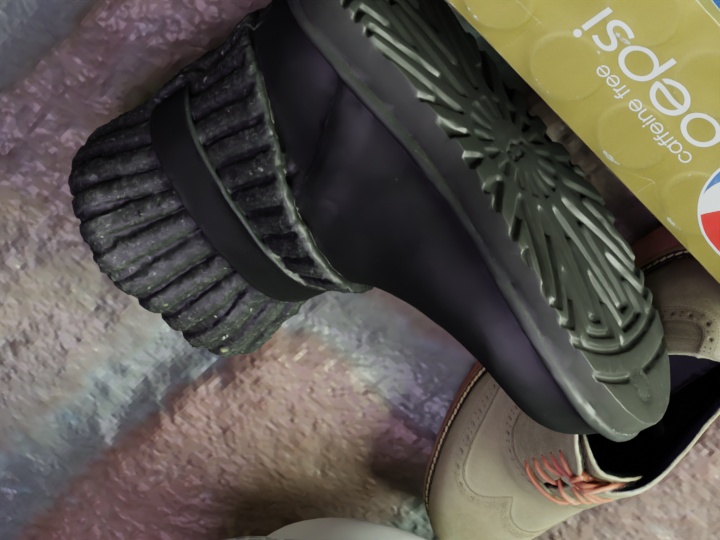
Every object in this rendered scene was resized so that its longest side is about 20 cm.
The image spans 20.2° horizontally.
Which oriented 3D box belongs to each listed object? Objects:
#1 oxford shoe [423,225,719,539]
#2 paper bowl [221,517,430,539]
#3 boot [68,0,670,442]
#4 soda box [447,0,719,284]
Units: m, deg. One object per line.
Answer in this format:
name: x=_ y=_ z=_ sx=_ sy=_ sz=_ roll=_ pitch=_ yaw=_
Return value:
oxford shoe: x=0.080 y=0.061 z=0.777 sx=0.070 sy=0.075 sz=0.200 roll=31 pitch=131 yaw=-9
paper bowl: x=0.001 y=0.185 z=0.867 sx=0.199 sy=0.105 sz=0.201 roll=15 pitch=141 yaw=13
boot: x=0.001 y=-0.001 z=0.732 sx=0.158 sy=0.079 sz=0.212 roll=-40 pitch=80 yaw=32
soda box: x=0.119 y=-0.058 z=0.680 sx=0.200 sy=0.064 sz=0.068 roll=44 pitch=127 yaw=-15
